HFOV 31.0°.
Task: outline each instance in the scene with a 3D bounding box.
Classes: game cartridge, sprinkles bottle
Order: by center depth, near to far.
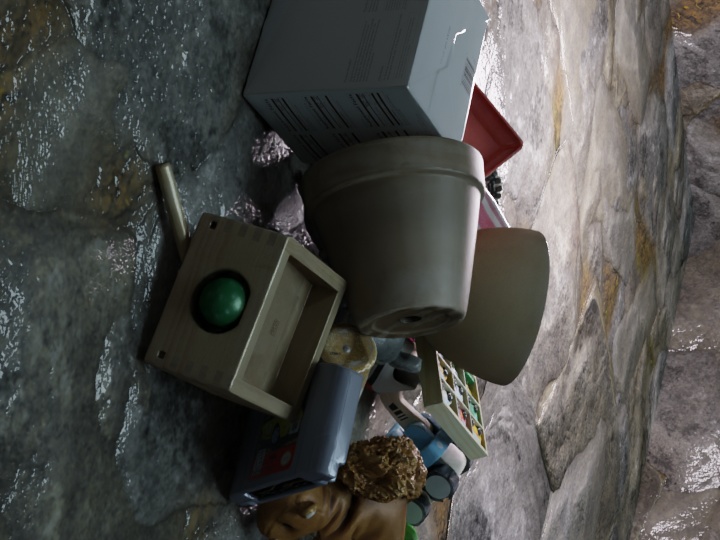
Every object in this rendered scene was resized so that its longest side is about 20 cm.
[{"bbox_3d":[-0.070,0.168,1.355,0.041,0.200,0.133,29,59,-22],"label":"game cartridge"},{"bbox_3d":[-0.033,0.138,1.461,0.200,0.068,0.068,109,4,-52],"label":"sprinkles bottle"}]

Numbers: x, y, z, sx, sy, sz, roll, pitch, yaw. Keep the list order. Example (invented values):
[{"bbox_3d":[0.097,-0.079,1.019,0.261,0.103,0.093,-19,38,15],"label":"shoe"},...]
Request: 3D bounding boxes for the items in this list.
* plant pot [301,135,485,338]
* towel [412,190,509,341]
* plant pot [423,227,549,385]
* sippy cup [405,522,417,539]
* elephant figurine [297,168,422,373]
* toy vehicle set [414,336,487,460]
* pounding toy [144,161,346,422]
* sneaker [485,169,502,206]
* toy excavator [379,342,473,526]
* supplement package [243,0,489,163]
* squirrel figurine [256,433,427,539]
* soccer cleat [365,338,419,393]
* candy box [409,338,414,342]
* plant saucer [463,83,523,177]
[{"bbox_3d":[0.042,-0.026,1.387,0.200,0.200,0.174,35,46,-63],"label":"plant pot"},{"bbox_3d":[0.121,-0.003,1.711,0.200,0.030,0.146,-43,134,-5],"label":"towel"},{"bbox_3d":[0.136,0.032,1.619,0.200,0.134,0.201,-166,-90,-80],"label":"plant pot"},{"bbox_3d":[0.011,0.391,1.642,0.178,0.139,0.131,-96,170,-69],"label":"sippy cup"},{"bbox_3d":[0.000,0.000,1.524,0.155,0.141,0.201,38,61,-60],"label":"elephant figurine"},{"bbox_3d":[0.122,0.161,1.733,0.200,0.026,0.125,51,27,-55],"label":"toy vehicle set"},{"bbox_3d":[-0.129,0.025,1.274,0.200,0.142,0.185,40,68,-63],"label":"pounding toy"},{"bbox_3d":[0.150,-0.058,1.797,0.090,0.078,0.201,-115,-145,-70],"label":"sneaker"},{"bbox_3d":[0.068,0.220,1.782,0.195,0.200,0.100,-48,178,30],"label":"toy excavator"},{"bbox_3d":[0.011,-0.235,1.426,0.147,0.200,0.192,48,50,-52],"label":"supplement package"},{"bbox_3d":[-0.024,0.250,1.477,0.200,0.142,0.187,-46,138,13],"label":"squirrel figurine"},{"bbox_3d":[0.025,0.080,1.666,0.069,0.085,0.200,-61,146,-45],"label":"soccer cleat"},{"bbox_3d":[0.080,0.039,1.817,0.136,0.061,0.200,-63,147,-46],"label":"candy box"},{"bbox_3d":[0.064,-0.168,1.567,0.200,0.200,0.037,-38,177,-20],"label":"plant saucer"}]
